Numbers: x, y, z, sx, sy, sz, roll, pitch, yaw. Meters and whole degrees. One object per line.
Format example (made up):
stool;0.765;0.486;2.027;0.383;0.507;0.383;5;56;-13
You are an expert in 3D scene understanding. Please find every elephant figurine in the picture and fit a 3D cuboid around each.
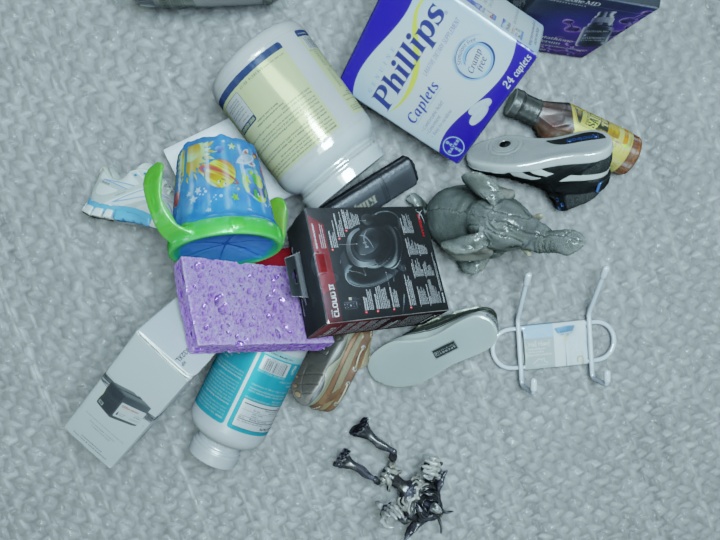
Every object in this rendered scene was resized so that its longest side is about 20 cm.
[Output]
elephant figurine;0.169;-0.067;0.813;0.153;0.200;0.143;-23;95;-4

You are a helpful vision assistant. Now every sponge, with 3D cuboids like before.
sponge;-0.127;0.045;0.763;0.198;0.030;0.113;5;59;-43

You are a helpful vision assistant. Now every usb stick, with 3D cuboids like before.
usb stick;-0.006;-0.094;0.865;0.199;0.056;0.033;-33;53;-8

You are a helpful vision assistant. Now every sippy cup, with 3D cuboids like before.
sippy cup;-0.167;-0.084;0.740;0.137;0.178;0.132;-9;76;0

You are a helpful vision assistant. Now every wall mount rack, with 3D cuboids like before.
wall mount rack;0.292;0.084;0.895;0.197;0.075;0.177;-5;93;-6

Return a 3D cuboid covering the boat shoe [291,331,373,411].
boat shoe;-0.021;0.107;0.874;0.072;0.075;0.201;40;78;-36

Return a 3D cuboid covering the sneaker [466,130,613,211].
sneaker;0.255;-0.131;0.885;0.197;0.074;0.113;0;137;20

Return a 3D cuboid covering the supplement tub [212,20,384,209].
supplement tub;-0.076;-0.191;0.785;0.144;0.145;0.201;-38;96;-3

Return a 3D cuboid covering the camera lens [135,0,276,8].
camera lens;-0.194;-0.422;0.781;0.197;0.160;0.163;-5;93;-5

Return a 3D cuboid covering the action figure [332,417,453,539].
action figure;0.059;0.304;0.870;0.199;0.102;0.119;38;77;-5

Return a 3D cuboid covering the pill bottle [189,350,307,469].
pill bottle;-0.157;0.161;0.835;0.110;0.111;0.202;27;90;-6

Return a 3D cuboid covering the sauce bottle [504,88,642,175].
sauce bottle;0.304;-0.203;0.888;0.198;0.066;0.067;22;90;-8

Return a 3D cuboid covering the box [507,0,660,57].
box;0.278;-0.370;0.811;0.146;0.200;0.106;6;92;-6

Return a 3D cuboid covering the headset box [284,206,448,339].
headset box;0.000;0.000;0.797;0.197;0.077;0.151;-5;72;-28

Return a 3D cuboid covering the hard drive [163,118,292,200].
hard drive;-0.155;-0.151;0.865;0.198;0.025;0.133;-27;95;-4

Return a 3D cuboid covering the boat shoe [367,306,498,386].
boat shoe;0.105;0.107;0.879;0.198;0.064;0.071;-22;100;19

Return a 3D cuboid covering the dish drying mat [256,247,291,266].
dish drying mat;-0.062;-0.003;0.873;0.197;0.018;0.078;-11;68;-5

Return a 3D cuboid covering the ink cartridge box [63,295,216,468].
ink cartridge box;-0.255;0.126;0.769;0.084;0.145;0.200;42;117;-5

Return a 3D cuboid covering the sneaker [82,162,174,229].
sneaker;-0.270;-0.096;0.819;0.197;0.075;0.088;12;88;5

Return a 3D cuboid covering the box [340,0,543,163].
box;0.100;-0.276;0.797;0.198;0.105;0.184;31;134;-5
